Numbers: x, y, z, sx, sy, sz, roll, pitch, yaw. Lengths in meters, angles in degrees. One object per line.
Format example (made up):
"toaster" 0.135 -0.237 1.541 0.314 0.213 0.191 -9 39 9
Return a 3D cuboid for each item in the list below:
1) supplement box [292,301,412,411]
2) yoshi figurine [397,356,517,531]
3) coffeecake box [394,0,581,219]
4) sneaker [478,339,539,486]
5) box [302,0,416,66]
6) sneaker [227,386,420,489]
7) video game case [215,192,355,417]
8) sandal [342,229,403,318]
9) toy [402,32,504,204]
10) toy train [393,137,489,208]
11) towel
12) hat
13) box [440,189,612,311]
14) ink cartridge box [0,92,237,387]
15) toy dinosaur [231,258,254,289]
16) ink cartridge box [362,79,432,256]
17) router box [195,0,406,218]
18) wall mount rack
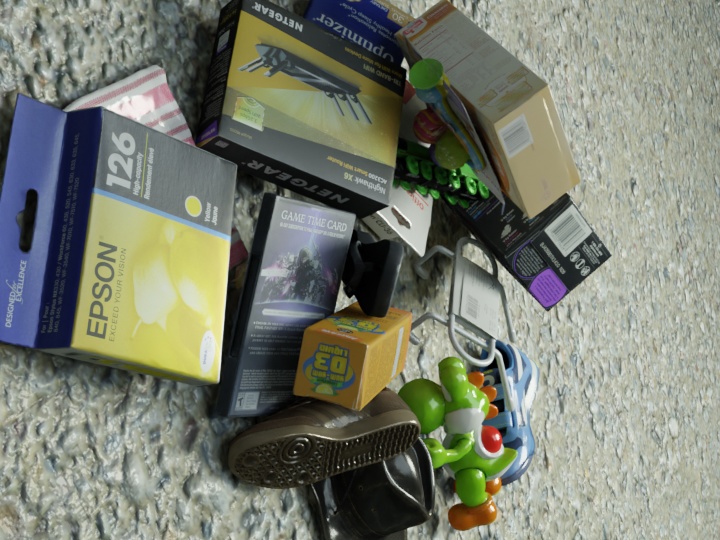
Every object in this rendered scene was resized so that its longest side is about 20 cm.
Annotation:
"supplement box" -0.003 0.078 1.122 0.200 0.066 0.069 -31 132 -74
"yoshi figurine" 0.094 0.188 1.302 0.112 0.112 0.201 -30 121 -27
"coffeecake box" 0.135 -0.175 1.249 0.200 0.073 0.154 52 -4 42
"sneaker" 0.169 0.171 1.429 0.082 0.074 0.201 48 35 -34
"box" -0.017 -0.230 1.262 0.121 0.032 0.201 28 55 -13
"sneaker" -0.043 0.151 1.100 0.199 0.071 0.076 -3 36 -32
"video game case" -0.066 0.036 1.083 0.143 0.019 0.201 9 93 -60
"sandal" 0.000 0.001 1.166 0.043 0.200 0.076 13 93 -14
"toy" 0.085 -0.145 1.215 0.115 0.047 0.200 55 -4 32
"toy train" 0.083 -0.112 1.300 0.200 0.042 0.057 11 59 -55
"towel" -0.176 -0.071 1.021 0.146 0.030 0.201 -46 117 -54
"hat" 0.029 0.211 1.186 0.200 0.081 0.202 28 56 -51
"box" 0.193 -0.064 1.423 0.122 0.106 0.200 47 3 -39
"ink cartridge box" -0.190 -0.022 0.929 0.200 0.047 0.199 20 67 -45
"toy dinosaur" -0.076 0.020 1.134 0.101 0.058 0.200 -65 148 -20
"ink cartridge box" 0.028 -0.118 1.316 0.116 0.067 0.201 41 45 -42
"router box" -0.054 -0.159 1.142 0.199 0.052 0.158 20 67 -31
"wall mount rack" 0.136 0.063 1.362 0.173 0.075 0.200 33 39 -19
